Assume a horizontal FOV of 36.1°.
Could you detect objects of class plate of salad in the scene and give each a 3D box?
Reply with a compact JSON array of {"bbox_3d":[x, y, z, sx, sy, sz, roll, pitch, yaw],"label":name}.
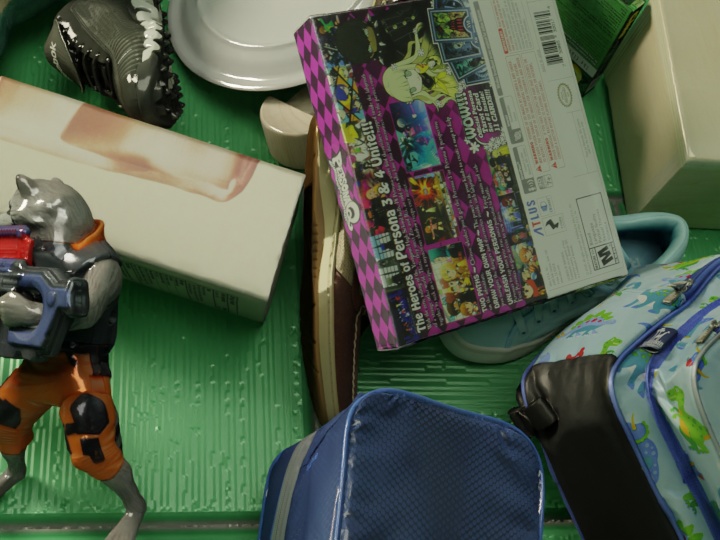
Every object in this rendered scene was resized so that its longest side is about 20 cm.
[{"bbox_3d":[-0.052,-0.211,0.847,0.197,0.048,0.203,-7,59,12],"label":"plate of salad"}]

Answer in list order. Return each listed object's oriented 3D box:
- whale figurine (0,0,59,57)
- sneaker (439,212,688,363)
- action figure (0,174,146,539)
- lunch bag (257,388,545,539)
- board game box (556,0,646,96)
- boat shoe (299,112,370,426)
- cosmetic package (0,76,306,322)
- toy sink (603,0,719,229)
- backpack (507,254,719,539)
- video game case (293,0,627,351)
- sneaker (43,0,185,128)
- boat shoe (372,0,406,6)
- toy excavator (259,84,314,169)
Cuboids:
[{"bbox_3d":[-0.239,-0.231,0.811,0.157,0.104,0.203,14,76,34],"label":"whale figurine"},{"bbox_3d":[0.144,-0.001,0.775,0.198,0.082,0.075,-22,67,-23],"label":"sneaker"},{"bbox_3d":[-0.187,0.040,0.637,0.198,0.197,0.104,13,15,41],"label":"action figure"},{"bbox_3d":[0.014,0.183,0.611,0.134,0.132,0.203,20,57,-20],"label":"lunch bag"},{"bbox_3d":[0.130,-0.241,0.890,0.023,0.105,0.200,-37,76,-31],"label":"board game box"},{"bbox_3d":[0.000,0.000,0.709,0.071,0.072,0.204,1,90,-11],"label":"boat shoe"},{"bbox_3d":[-0.141,-0.041,0.710,0.197,0.103,0.089,18,78,-4],"label":"cosmetic package"},{"bbox_3d":[0.273,-0.143,0.866,0.128,0.112,0.203,2,66,-12],"label":"toy sink"},{"bbox_3d":[0.222,0.088,0.692,0.199,0.146,0.185,-37,105,-37],"label":"backpack"},{"bbox_3d":[0.067,-0.071,0.691,0.179,0.036,0.203,-16,90,-26],"label":"video game case"},{"bbox_3d":[-0.173,-0.146,0.766,0.089,0.067,0.201,-12,36,-6],"label":"sneaker"},{"bbox_3d":[0.042,-0.200,0.760,0.072,0.065,0.203,4,58,-1],"label":"boat shoe"},{"bbox_3d":[0.040,-0.151,0.833,0.197,0.101,0.196,4,51,15],"label":"toy excavator"}]
